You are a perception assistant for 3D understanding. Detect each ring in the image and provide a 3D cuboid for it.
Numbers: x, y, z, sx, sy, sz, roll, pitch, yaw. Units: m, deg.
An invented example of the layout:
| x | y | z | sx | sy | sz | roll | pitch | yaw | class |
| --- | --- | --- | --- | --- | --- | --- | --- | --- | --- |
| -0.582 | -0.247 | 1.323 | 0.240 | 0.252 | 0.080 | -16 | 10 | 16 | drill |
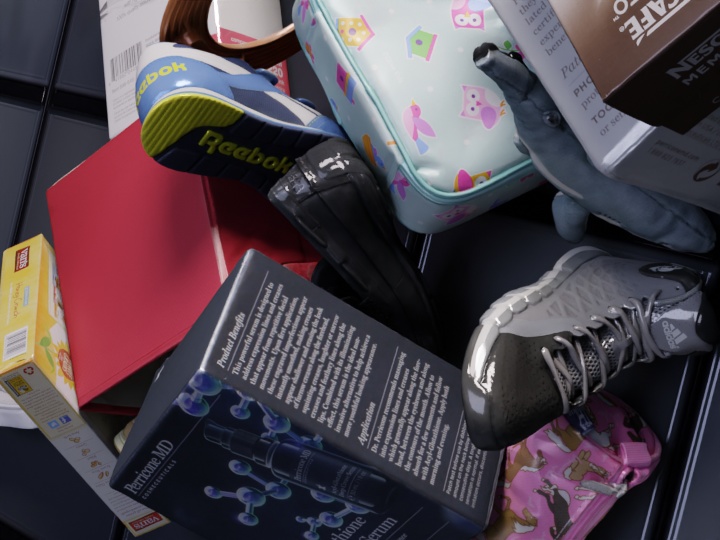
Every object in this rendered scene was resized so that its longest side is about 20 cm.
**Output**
| x | y | z | sx | sy | sz | roll | pitch | yaw | class |
| --- | --- | --- | --- | --- | --- | --- | --- | --- | --- |
| -0.046 | -0.192 | 0.987 | 0.200 | 0.200 | 0.019 | -47 | 71 | 26 | ring |

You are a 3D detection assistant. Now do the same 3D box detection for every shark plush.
| x | y | z | sx | sy | sz | roll | pitch | yaw | class |
| --- | --- | --- | --- | --- | --- | --- | --- | --- | --- |
| 0.140 | -0.081 | 0.871 | 0.091 | 0.200 | 0.083 | -41 | 38 | -3 | shark plush |

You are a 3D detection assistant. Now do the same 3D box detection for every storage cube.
| x | y | z | sx | sy | sz | roll | pitch | yaw | class |
| --- | --- | --- | --- | --- | --- | --- | --- | --- | --- |
| -0.104 | -0.005 | 1.088 | 0.199 | 0.170 | 0.181 | -32 | 61 | 35 | storage cube |

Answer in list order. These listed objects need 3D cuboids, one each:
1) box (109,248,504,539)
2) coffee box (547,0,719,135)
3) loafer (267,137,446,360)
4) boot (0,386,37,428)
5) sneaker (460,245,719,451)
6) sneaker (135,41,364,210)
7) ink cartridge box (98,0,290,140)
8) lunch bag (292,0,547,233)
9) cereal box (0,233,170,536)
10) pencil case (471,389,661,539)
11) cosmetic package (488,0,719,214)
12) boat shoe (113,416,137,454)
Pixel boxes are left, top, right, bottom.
| x | y | z | sx | sy | sz | roll | pitch | yaw | class |
| --- | --- | --- | --- | --- | --- | --- | --- | --- | --- |
| -0.030 | 0.108 | 0.928 | 0.149 | 0.199 | 0.107 | -50 | 15 | 43 | box |
| 0.140 | -0.184 | 0.730 | 0.114 | 0.079 | 0.201 | -40 | 58 | 28 | coffee box |
| 0.000 | 0.000 | 0.983 | 0.070 | 0.201 | 0.068 | -30 | 40 | -2 | loafer |
| -0.277 | 0.088 | 1.293 | 0.199 | 0.073 | 0.096 | -4 | 86 | 43 | boot |
| 0.144 | 0.038 | 0.852 | 0.115 | 0.200 | 0.076 | 0 | 117 | 33 | sneaker |
| -0.068 | -0.096 | 0.979 | 0.074 | 0.199 | 0.083 | -45 | 49 | 20 | sneaker |
| -0.142 | -0.217 | 1.220 | 0.145 | 0.084 | 0.202 | -20 | 71 | 38 | ink cartridge box |
| 0.058 | -0.140 | 0.960 | 0.201 | 0.160 | 0.077 | 62 | 163 | 11 | lunch bag |
| -0.208 | 0.089 | 1.127 | 0.039 | 0.201 | 0.144 | -23 | 38 | 9 | cereal box |
| 0.102 | 0.163 | 0.931 | 0.083 | 0.086 | 0.201 | 37 | 111 | 7 | pencil case |
| 0.191 | -0.164 | 0.848 | 0.166 | 0.167 | 0.201 | -45 | 55 | 26 | cosmetic package |
| -0.082 | 0.153 | 1.069 | 0.199 | 0.074 | 0.067 | 30 | 96 | 2 | boat shoe |
